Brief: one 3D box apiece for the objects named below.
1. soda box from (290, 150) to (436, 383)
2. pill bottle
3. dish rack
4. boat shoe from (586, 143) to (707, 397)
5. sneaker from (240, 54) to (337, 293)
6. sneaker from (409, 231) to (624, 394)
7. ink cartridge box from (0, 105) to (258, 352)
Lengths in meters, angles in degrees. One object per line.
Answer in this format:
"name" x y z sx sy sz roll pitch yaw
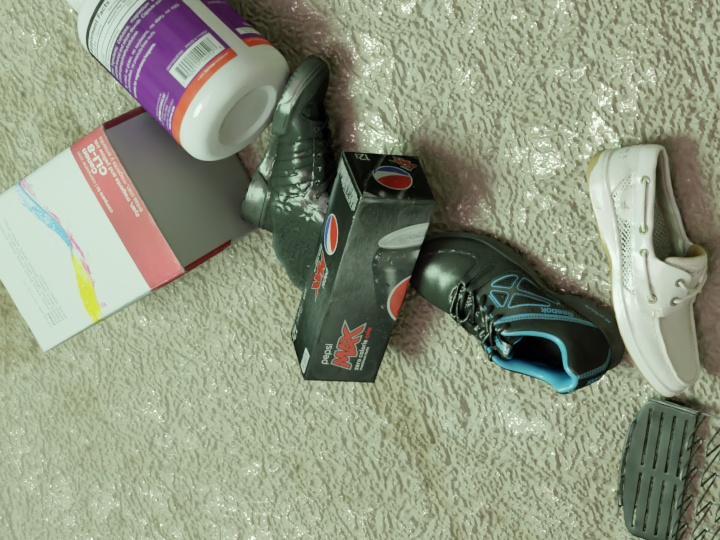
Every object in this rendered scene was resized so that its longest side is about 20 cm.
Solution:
"soda box" 0.000 0.000 1.543 0.064 0.070 0.201 -109 28 -47
"pill bottle" -0.159 -0.192 1.553 0.200 0.112 0.113 45 127 20
"dish rack" 0.295 0.189 1.479 0.199 0.054 0.155 18 118 25
"boat shoe" 0.233 0.000 1.426 0.069 0.071 0.202 -10 103 36
"sneaker" -0.035 -0.076 1.571 0.104 0.060 0.201 29 121 9
"sneaker" 0.115 0.032 1.506 0.199 0.082 0.074 26 125 22
"ink cartridge box" -0.215 -0.046 1.638 0.199 0.145 0.145 -28 94 36
